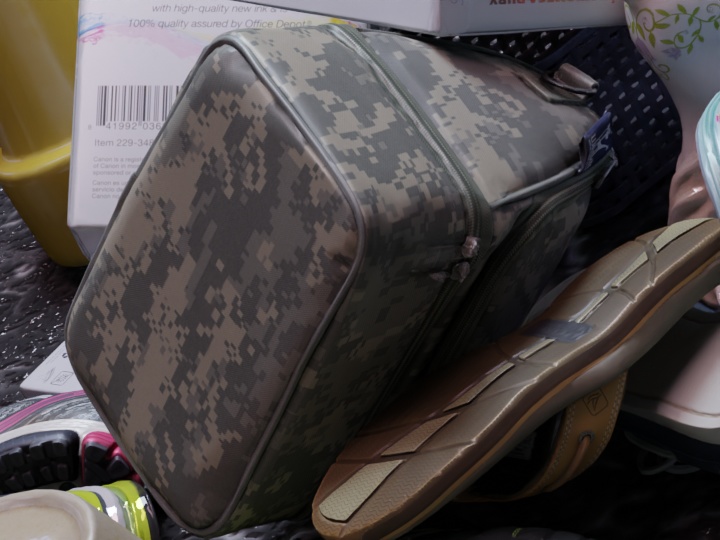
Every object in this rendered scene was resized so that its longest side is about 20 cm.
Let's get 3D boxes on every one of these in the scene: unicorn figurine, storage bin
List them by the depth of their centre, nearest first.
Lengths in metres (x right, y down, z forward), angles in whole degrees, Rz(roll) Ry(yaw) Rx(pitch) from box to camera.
[{"bbox_3d":[0.164,-0.074,1.125,0.137,0.200,0.074,-38,12,-11],"label":"unicorn figurine"},{"bbox_3d":[0.128,-0.121,1.342,0.200,0.094,0.135,-38,28,-20],"label":"storage bin"}]

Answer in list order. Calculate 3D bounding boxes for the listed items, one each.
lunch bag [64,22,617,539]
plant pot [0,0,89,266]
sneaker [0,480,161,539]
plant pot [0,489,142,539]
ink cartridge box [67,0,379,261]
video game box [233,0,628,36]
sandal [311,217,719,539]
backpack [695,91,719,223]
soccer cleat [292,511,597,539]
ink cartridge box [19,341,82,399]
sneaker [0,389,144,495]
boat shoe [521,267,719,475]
[{"bbox_3d":[0.000,0.000,1.103,0.168,0.200,0.139,-7,46,-43],"label":"lunch bag"},{"bbox_3d":[-0.138,-0.135,1.481,0.201,0.189,0.201,-29,19,11],"label":"plant pot"},{"bbox_3d":[-0.164,0.127,1.141,0.081,0.074,0.200,6,-20,-34],"label":"sneaker"},{"bbox_3d":[-0.081,0.177,0.895,0.187,0.200,0.187,-22,27,12],"label":"plant pot"},{"bbox_3d":[-0.064,-0.105,1.339,0.147,0.086,0.200,2,75,3],"label":"ink cartridge box"},{"bbox_3d":[0.052,-0.137,1.196,0.182,0.047,0.200,-4,12,-34],"label":"video game box"},{"bbox_3d":[0.072,0.051,1.027,0.200,0.054,0.080,-35,17,-15],"label":"sandal"},{"bbox_3d":[0.206,-0.041,0.966,0.153,0.200,0.176,-16,9,20],"label":"backpack"},{"bbox_3d":[0.031,0.119,1.044,0.200,0.068,0.081,-10,26,36],"label":"soccer cleat"},{"bbox_3d":[-0.068,0.045,1.298,0.200,0.039,0.099,3,40,48],"label":"ink cartridge box"},{"bbox_3d":[-0.185,0.107,1.260,0.200,0.081,0.075,-12,24,16],"label":"sneaker"},{"bbox_3d":[0.130,0.043,1.080,0.075,0.062,0.200,-49,25,-13],"label":"boat shoe"}]
